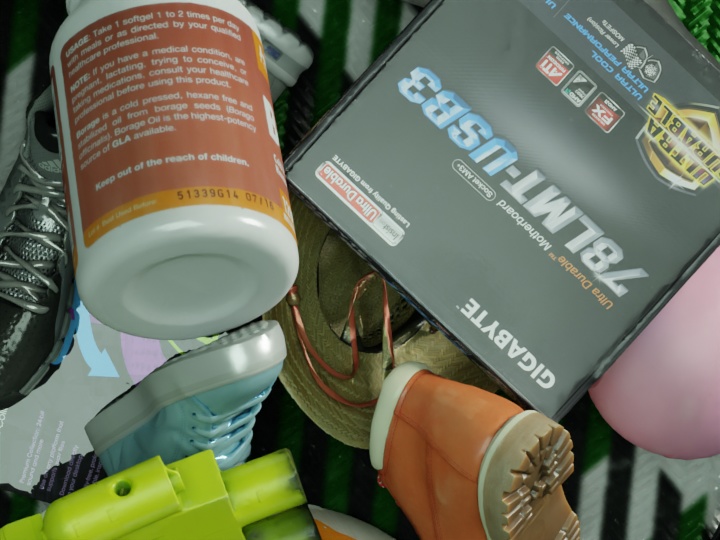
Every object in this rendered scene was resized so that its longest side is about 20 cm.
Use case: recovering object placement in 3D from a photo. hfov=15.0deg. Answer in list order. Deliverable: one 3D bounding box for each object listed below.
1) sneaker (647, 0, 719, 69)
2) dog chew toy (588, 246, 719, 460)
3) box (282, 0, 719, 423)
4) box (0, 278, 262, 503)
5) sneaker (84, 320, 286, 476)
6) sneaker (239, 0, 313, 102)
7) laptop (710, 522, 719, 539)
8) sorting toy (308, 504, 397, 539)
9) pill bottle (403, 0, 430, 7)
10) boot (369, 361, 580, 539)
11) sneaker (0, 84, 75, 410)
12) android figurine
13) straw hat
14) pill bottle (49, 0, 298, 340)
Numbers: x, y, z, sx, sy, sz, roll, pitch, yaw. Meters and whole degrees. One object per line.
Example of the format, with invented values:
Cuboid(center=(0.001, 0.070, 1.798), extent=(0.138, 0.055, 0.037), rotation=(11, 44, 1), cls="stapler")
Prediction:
Cuboid(center=(0.114, -0.077, 1.512), extent=(0.200, 0.075, 0.106), rotation=(-34, 89, -26), cls="sneaker")
Cuboid(center=(0.228, 0.051, 1.512), extent=(0.199, 0.125, 0.125), rotation=(10, 91, -9), cls="dog chew toy")
Cuboid(center=(0.092, -0.056, 1.427), extent=(0.200, 0.050, 0.199), rotation=(44, 84, -4), cls="box")
Cuboid(center=(-0.158, 0.062, 1.540), extent=(0.200, 0.036, 0.143), rotation=(16, 90, 0), cls="box")
Cuboid(center=(-0.078, 0.085, 1.434), extent=(0.074, 0.200, 0.082), rotation=(-26, 85, -27), cls="sneaker")
Cuboid(center=(-0.128, -0.145, 1.517), extent=(0.200, 0.075, 0.082), rotation=(33, 93, 0), cls="sneaker")
Cuboid(center=(0.215, 0.264, 1.550), extent=(0.187, 0.116, 0.200), rotation=(40, 60, -12), cls="laptop")
Cuboid(center=(0.021, 0.244, 1.531), extent=(0.180, 0.107, 0.201), rotation=(10, 91, -21), cls="sorting toy")
Cuboid(center=(0.023, -0.206, 1.503), extent=(0.200, 0.110, 0.110), rotation=(18, 90, -2), cls="pill bottle")
Cuboid(center=(0.057, 0.127, 1.463), extent=(0.107, 0.200, 0.075), rotation=(27, 55, 26), cls="boot")
Cuboid(center=(-0.177, -0.030, 1.465), extent=(0.075, 0.116, 0.200), rotation=(19, 64, -1), cls="sneaker")
Cuboid(center=(-0.119, 0.158, 1.418), extent=(0.200, 0.182, 0.041), rotation=(-21, 56, -5), cls="android figurine")
Cuboid(center=(0.000, 0.000, 1.512), extent=(0.201, 0.085, 0.202), rotation=(1, 89, -36), cls="straw hat")
Cuboid(center=(-0.099, -0.075, 1.386), extent=(0.112, 0.112, 0.200), rotation=(-9, 60, -1), cls="pill bottle")
